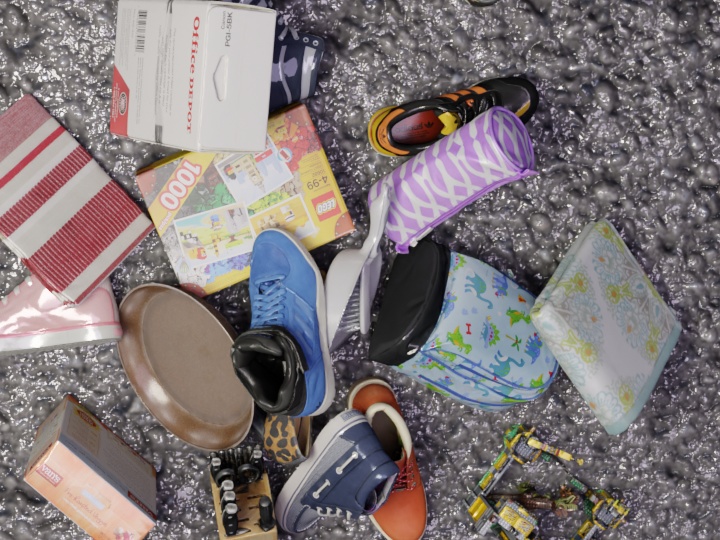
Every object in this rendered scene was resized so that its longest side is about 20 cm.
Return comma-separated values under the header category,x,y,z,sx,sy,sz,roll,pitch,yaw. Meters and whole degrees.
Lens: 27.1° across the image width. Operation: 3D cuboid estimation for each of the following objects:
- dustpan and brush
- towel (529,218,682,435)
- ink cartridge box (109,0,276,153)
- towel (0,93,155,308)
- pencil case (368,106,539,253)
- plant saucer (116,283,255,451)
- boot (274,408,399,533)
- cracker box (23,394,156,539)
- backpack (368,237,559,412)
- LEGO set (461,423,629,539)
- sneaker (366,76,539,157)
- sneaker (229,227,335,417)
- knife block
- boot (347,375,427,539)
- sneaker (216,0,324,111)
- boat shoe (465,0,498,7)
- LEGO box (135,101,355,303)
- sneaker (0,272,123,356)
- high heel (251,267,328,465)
category,x,y,z,sx,sy,sz,roll,pitch,yaw
dustpan and brush,0.000,0.000,1.606,0.057,0.140,0.203,9,110,17
towel,0.274,0.058,1.667,0.172,0.048,0.200,52,45,-13
ink cartridge box,-0.174,-0.201,1.533,0.082,0.199,0.149,0,100,-36
towel,-0.330,-0.074,1.586,0.200,0.023,0.144,46,56,-8
pencil case,0.095,-0.096,1.602,0.083,0.199,0.086,7,59,-45
plant saucer,-0.183,0.100,1.612,0.032,0.199,0.202,-34,105,-42
boot,-0.028,0.248,1.639,0.072,0.091,0.201,-16,146,-38
cracker box,-0.283,0.216,1.585,0.134,0.200,0.058,43,90,-11
backpack,0.128,0.073,1.654,0.200,0.153,0.164,43,50,-29
LEGO set,0.216,0.281,1.709,0.154,0.116,0.200,-43,102,0
sneaker,0.109,-0.163,1.641,0.198,0.090,0.071,-14,100,-6
sneaker,-0.088,0.051,1.531,0.076,0.111,0.203,-14,82,25
knife block,-0.123,0.280,1.623,0.063,0.176,0.203,-9,105,-6
boot,0.034,0.228,1.682,0.074,0.107,0.202,-18,102,-7
sneaker,-0.102,-0.272,1.607,0.107,0.070,0.203,-12,95,-13
boat shoe,0.095,-0.377,1.624,0.073,0.063,0.202,-35,100,0
LEGO box,-0.127,-0.076,1.627,0.198,0.077,0.150,-24,101,-4
sneaker,-0.360,0.037,1.617,0.198,0.075,0.106,-7,86,0
high heel,-0.056,0.107,1.628,0.071,0.142,0.202,20,101,-37
